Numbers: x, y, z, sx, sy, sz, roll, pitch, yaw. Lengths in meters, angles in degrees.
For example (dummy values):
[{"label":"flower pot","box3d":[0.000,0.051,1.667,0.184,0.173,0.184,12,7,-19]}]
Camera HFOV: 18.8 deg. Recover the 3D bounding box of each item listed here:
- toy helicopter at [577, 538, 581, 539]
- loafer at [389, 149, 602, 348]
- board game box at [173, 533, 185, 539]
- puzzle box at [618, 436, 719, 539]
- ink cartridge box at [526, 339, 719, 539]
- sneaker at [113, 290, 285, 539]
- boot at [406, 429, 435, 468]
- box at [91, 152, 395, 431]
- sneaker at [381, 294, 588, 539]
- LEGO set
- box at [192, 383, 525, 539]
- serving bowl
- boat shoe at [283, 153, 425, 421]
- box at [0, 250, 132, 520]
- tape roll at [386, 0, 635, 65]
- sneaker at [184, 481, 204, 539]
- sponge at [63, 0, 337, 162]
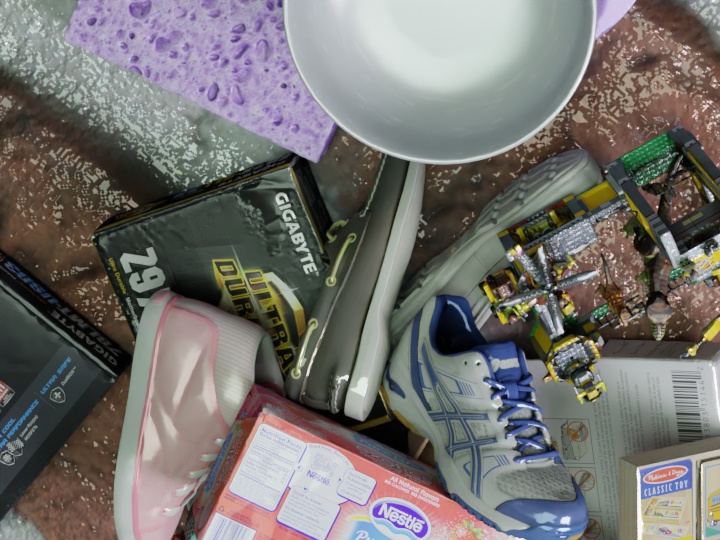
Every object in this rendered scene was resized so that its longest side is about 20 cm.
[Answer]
[{"label":"toy helicopter","box3d":[0.119,0.253,1.562,0.132,0.079,0.200,40,135,-6]},{"label":"loafer","box3d":[0.099,-0.005,1.501,0.070,0.070,0.200,41,118,-10]},{"label":"board game box","box3d":[-0.081,0.291,1.603,0.200,0.019,0.103,34,114,29]},{"label":"puzzle box","box3d":[0.266,0.175,1.486,0.199,0.025,0.134,-9,105,-24]},{"label":"ink cartridge box","box3d":[0.185,0.149,1.544,0.176,0.045,0.201,1,109,28]},{"label":"sneaker","box3d":[-0.110,0.119,1.521,0.104,0.075,0.201,12,107,11]},{"label":"boot","box3d":[0.048,0.176,1.523,0.075,0.074,0.200,29,91,21]},{"label":"box","box3d":[-0.081,0.033,1.553,0.159,0.049,0.201,-17,104,17]},{"label":"sneaker","box3d":[0.084,0.094,1.423,0.200,0.075,0.088,46,126,38]},{"label":"LEGO set","box3d":[0.188,0.009,1.420,0.199,0.116,0.154,-22,124,-4]},{"label":"box","box3d":[-0.002,0.166,1.447,0.199,0.095,0.103,25,96,-9]},{"label":"serving bowl","box3d":[0.053,-0.172,1.383,0.199,0.066,0.201,3,108,9]},{"label":"boat shoe","box3d":[0.000,-0.001,1.479,0.060,0.072,0.202,12,75,10]},{"label":"box","box3d":[-0.306,0.078,1.609,0.198,0.050,0.200,40,109,-5]},{"label":"tape roll","box3d":[0.100,-0.239,1.422,0.199,0.066,0.201,3,109,10]},{"label":"sneaker","box3d":[-0.044,0.219,1.583,0.199,0.091,0.078,22,113,2]},{"label":"sponge","box3d":[-0.095,-0.167,1.499,0.199,0.030,0.112,26,111,1]}]
